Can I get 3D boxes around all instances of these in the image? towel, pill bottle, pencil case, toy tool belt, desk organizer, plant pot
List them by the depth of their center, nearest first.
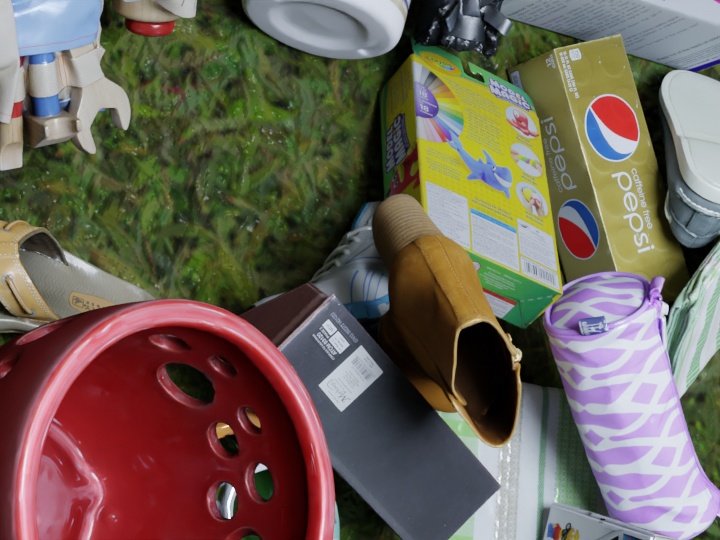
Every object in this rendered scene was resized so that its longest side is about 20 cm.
[{"bbox_3d":[-0.140,0.121,0.870,0.200,0.182,0.201,7,79,-41],"label":"plant pot"},{"bbox_3d":[-0.200,-0.122,1.017,0.199,0.125,0.123,-8,117,-27],"label":"toy tool belt"},{"bbox_3d":[-0.004,0.089,1.062,0.072,0.077,0.200,-44,124,-6],"label":"desk organizer"},{"bbox_3d":[-0.006,-0.255,1.136,0.111,0.111,0.201,21,72,-25],"label":"pill bottle"},{"bbox_3d":[0.187,0.093,1.139,0.084,0.085,0.201,-81,154,-59],"label":"pencil case"},{"bbox_3d":[0.126,0.157,1.200,0.199,0.031,0.150,12,74,-25],"label":"towel"},{"bbox_3d":[0.264,0.024,1.229,0.023,0.153,0.200,26,46,20],"label":"towel"}]

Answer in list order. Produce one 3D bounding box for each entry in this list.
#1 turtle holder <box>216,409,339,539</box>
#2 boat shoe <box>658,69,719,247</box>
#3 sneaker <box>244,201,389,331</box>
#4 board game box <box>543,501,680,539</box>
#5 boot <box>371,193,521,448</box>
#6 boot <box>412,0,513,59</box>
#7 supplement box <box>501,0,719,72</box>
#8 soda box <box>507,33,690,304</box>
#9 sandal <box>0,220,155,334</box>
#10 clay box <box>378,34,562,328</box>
[{"bbox_3d":[-0.078,0.174,1.016,0.140,0.132,0.186,10,77,-29],"label":"turtle holder"},{"bbox_3d":[0.250,-0.088,1.257,0.072,0.062,0.200,16,33,-4],"label":"boat shoe"},{"bbox_3d":[0.000,0.000,1.131,0.199,0.075,0.087,-13,82,-39],"label":"sneaker"},{"bbox_3d":[0.148,0.264,1.114,0.034,0.126,0.201,15,86,-25],"label":"board game box"},{"bbox_3d":[0.060,0.062,1.030,0.071,0.144,0.202,-23,134,-4],"label":"boot"},{"bbox_3d":[0.080,-0.242,1.186,0.073,0.198,0.163,9,106,-5],"label":"boot"},{"bbox_3d":[0.206,-0.228,1.260,0.199,0.103,0.102,11,78,-26],"label":"supplement box"},{"bbox_3d":[0.177,-0.066,1.239,0.068,0.064,0.201,-16,91,-31],"label":"soda box"},{"bbox_3d":[-0.199,0.005,1.005,0.199,0.054,0.081,18,51,-28],"label":"sandal"},{"bbox_3d":[0.072,-0.066,1.154,0.115,0.048,0.201,24,41,-25],"label":"clay box"}]
